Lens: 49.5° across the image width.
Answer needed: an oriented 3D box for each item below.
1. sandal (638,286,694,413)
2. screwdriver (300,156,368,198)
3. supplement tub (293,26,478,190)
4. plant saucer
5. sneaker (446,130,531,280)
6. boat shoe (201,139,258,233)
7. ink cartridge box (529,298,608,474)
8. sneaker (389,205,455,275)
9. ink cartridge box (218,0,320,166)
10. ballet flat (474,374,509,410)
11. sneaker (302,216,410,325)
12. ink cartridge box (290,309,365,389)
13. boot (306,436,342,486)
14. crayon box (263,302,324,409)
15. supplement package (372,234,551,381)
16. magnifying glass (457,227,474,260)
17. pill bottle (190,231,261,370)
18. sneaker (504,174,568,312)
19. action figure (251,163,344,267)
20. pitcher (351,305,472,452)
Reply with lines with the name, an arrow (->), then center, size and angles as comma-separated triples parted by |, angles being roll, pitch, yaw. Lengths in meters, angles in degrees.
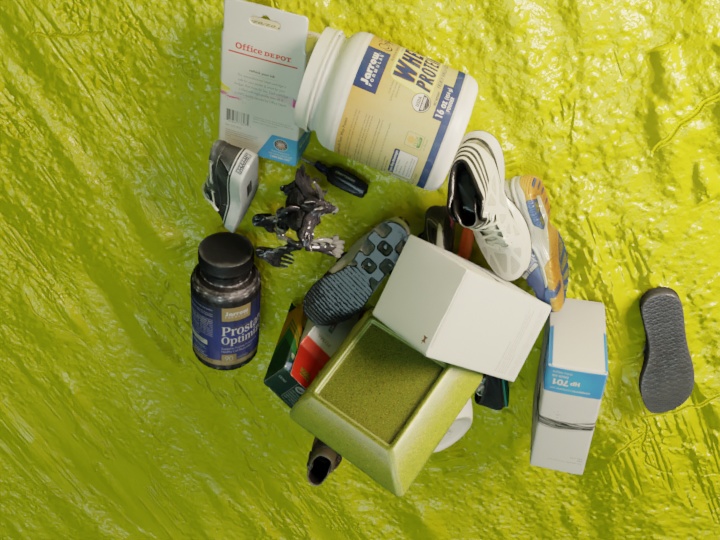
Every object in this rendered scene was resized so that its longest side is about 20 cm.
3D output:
sandal -> 0.436, 0.113, 1.119 | 0.074, 0.043, 0.205 | -4, 114, 11
screwdriver -> -0.076, -0.158, 1.091 | 0.197, 0.028, 0.029 | 32, 99, 1
supplement tub -> 0.029, -0.198, 0.946 | 0.196, 0.146, 0.146 | 22, 129, 0
plant saucer -> 0.030, 0.154, 1.027 | 0.197, 0.201, 0.048 | 29, 157, 28
sneaker -> 0.148, -0.057, 0.964 | 0.074, 0.116, 0.204 | -6, 117, 34
boat shoe -> -0.186, -0.117, 1.086 | 0.067, 0.075, 0.200 | 28, 163, 0
ink cartridge box -> 0.298, 0.166, 1.126 | 0.084, 0.148, 0.204 | 8, 127, 9
sneaker -> 0.082, -0.001, 1.116 | 0.084, 0.081, 0.204 | 12, 127, 10
ink cartridge box -> -0.117, -0.250, 1.002 | 0.112, 0.068, 0.203 | 16, 129, 7
ballet flat -> 0.194, 0.133, 1.187 | 0.071, 0.074, 0.204 | 4, 128, 14
sneaker -> 0.000, 0.000, 1.119 | 0.199, 0.089, 0.074 | -41, 98, 17
ink cartridge box -> -0.018, 0.130, 1.163 | 0.050, 0.201, 0.162 | -35, 110, 25
boot -> -0.040, 0.256, 1.296 | 0.069, 0.147, 0.203 | 17, 128, 6
crayon box -> -0.068, 0.134, 1.188 | 0.051, 0.201, 0.126 | -34, 111, 25
supplement package -> 0.135, 0.052, 1.020 | 0.198, 0.116, 0.119 | 20, 101, -44
magnifying glass -> 0.138, 0.015, 1.121 | 0.022, 0.080, 0.204 | 16, 118, 9
pill bottle -> -0.210, 0.047, 1.220 | 0.109, 0.113, 0.203 | 13, 129, 7
sneaker -> 0.223, -0.034, 1.062 | 0.086, 0.075, 0.204 | -7, 116, 33
action figure -> -0.077, -0.072, 1.080 | 0.100, 0.122, 0.199 | -5, 170, -31
pitcher -> 0.089, 0.160, 1.141 | 0.121, 0.202, 0.170 | -43, 145, 15
